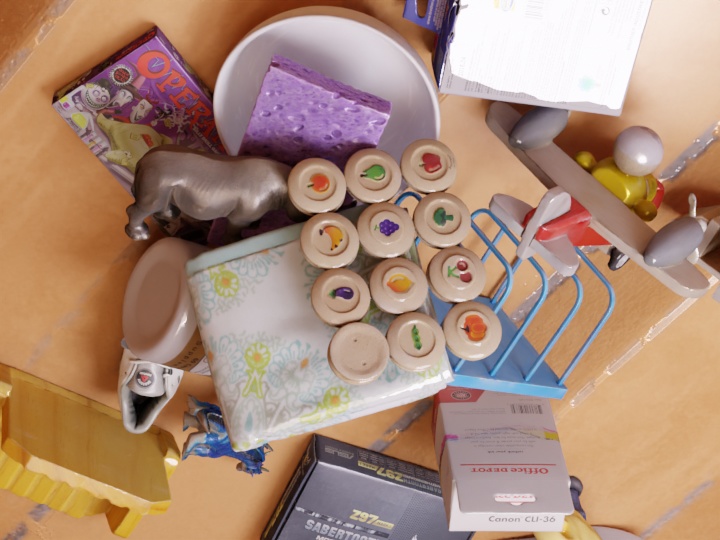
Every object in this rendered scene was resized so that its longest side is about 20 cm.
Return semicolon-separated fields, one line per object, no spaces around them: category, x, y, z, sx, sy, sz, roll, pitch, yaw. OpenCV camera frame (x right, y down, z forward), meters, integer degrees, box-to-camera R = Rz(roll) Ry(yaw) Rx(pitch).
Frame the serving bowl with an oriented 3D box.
serving bowl;-0.027;-0.151;1.449;0.200;0.066;0.200;4;127;5

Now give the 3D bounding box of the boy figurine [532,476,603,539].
boy figurine;0.216;0.285;1.683;0.064;0.200;0.124;-41;120;20

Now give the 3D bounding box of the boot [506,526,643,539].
boot;0.221;0.342;1.805;0.199;0.074;0.096;-4;130;8

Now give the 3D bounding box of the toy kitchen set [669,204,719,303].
toy kitchen set;0.397;-0.063;1.499;0.163;0.200;0.181;38;122;21

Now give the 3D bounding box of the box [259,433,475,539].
box;0.011;0.271;1.747;0.200;0.051;0.158;19;119;-16

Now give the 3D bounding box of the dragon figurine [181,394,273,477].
dragon figurine;-0.123;0.157;1.608;0.099;0.059;0.200;3;160;-9

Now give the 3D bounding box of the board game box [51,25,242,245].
board game box;-0.172;-0.114;1.496;0.120;0.032;0.200;-33;120;12

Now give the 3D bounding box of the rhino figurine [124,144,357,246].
rhino figurine;-0.102;-0.064;1.412;0.199;0.060;0.088;5;131;-3

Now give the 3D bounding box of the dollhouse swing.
dollhouse swing;-0.297;0.212;1.613;0.200;0.176;0.182;25;118;-20

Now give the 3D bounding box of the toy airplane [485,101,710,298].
toy airplane;0.210;-0.069;1.450;0.200;0.199;0.141;27;114;-19

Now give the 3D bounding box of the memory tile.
memory tile;0.027;-0.011;1.363;0.153;0.200;0.017;-10;163;-13

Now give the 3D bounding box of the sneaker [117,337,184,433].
sneaker;-0.192;0.073;1.571;0.074;0.089;0.200;10;126;-7

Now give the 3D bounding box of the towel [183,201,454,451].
towel;-0.035;0.044;1.387;0.200;0.172;0.048;-16;165;0

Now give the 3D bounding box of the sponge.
sponge;-0.056;-0.086;1.443;0.111;0.030;0.200;20;127;-5

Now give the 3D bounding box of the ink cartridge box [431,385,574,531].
ink cartridge box;0.138;0.194;1.616;0.116;0.200;0.068;1;123;-4

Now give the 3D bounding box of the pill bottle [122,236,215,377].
pill bottle;-0.108;0.047;1.511;0.200;0.114;0.114;17;122;-36

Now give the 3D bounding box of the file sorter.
file sorter;0.113;0.021;1.499;0.200;0.139;0.123;11;121;-41

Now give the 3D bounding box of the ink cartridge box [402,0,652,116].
ink cartridge box;0.140;-0.220;1.418;0.199;0.076;0.137;6;122;-10
